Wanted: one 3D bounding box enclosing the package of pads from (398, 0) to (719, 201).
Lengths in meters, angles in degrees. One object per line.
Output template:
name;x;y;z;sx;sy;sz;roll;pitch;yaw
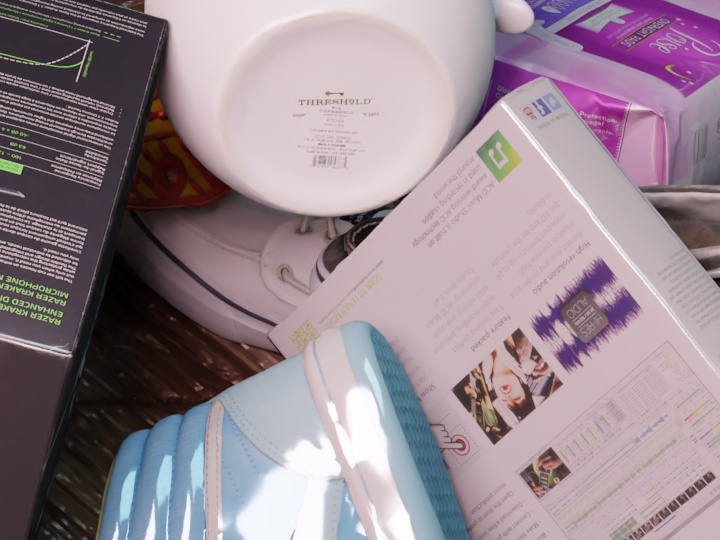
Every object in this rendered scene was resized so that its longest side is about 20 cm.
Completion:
package of pads;0.096;-0.068;1.185;0.120;0.076;0.200;18;22;18

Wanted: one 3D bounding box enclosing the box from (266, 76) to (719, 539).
box;0.075;0.056;0.989;0.200;0.144;0.036;53;40;8

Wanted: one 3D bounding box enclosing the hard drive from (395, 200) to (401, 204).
hard drive;0.035;-0.069;1.277;0.199;0.027;0.132;-5;44;-31

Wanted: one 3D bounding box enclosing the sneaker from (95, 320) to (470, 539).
sneaker;-0.021;0.130;0.970;0.130;0.080;0.201;-20;74;8

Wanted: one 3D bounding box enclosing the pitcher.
pitcher;0.008;-0.107;1.058;0.171;0.122;0.200;-3;33;-4

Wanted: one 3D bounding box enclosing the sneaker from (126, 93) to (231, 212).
sneaker;-0.072;-0.066;1.151;0.077;0.073;0.200;-6;12;33

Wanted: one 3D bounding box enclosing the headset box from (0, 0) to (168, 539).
headset box;-0.135;0.029;0.950;0.092;0.175;0.200;14;38;-4

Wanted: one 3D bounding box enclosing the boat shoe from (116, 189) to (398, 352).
boat shoe;0.000;0.000;1.139;0.199;0.067;0.074;26;37;8

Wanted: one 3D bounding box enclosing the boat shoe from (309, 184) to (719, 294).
boat shoe;0.075;-0.008;1.042;0.199;0.071;0.072;2;34;19
